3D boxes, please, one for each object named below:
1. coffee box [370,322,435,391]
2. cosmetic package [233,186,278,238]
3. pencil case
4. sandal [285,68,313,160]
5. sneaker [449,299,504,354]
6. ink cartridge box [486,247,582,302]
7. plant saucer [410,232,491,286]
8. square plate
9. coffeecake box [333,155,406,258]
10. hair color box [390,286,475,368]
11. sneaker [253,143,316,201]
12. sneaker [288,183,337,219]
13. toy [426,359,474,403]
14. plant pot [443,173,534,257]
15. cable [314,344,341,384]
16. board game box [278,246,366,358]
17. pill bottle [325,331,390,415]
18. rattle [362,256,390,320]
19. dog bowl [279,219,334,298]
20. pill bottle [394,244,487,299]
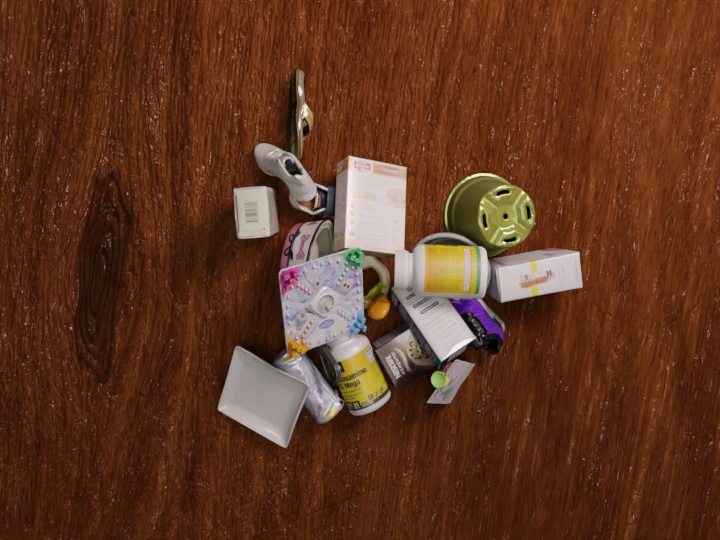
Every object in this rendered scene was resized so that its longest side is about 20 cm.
[{"bbox_3d":[0.136,0.180,1.367,0.197,0.080,0.115,-31,97,-5],"label":"coffee box"},{"bbox_3d":[-0.225,-0.128,1.255,0.069,0.200,0.108,-4,95,-3],"label":"cosmetic package"},{"bbox_3d":[-0.123,0.266,1.356,0.201,0.090,0.083,52,50,-5],"label":"pencil case"},{"bbox_3d":[-0.135,-0.354,1.311,0.053,0.080,0.206,2,92,-26],"label":"sandal"},{"bbox_3d":[0.270,0.129,1.341,0.198,0.101,0.069,36,137,-23],"label":"sneaker"},{"bbox_3d":[0.395,0.008,1.344,0.194,0.145,0.086,-10,98,-3],"label":"ink cartridge box"},{"bbox_3d":[0.211,-0.012,1.347,0.195,0.051,0.204,11,129,13],"label":"plant saucer"},{"bbox_3d":[-0.227,0.294,1.341,0.196,0.028,0.202,26,117,7],"label":"square plate"},{"bbox_3d":[0.022,-0.139,1.294,0.150,0.073,0.206,6,83,-25],"label":"coffeecake box"},{"bbox_3d":[0.160,0.106,1.291,0.098,0.061,0.202,-29,68,-13],"label":"hair color box"},{"bbox_3d":[-0.171,-0.239,1.277,0.070,0.081,0.199,-41,62,-17],"label":"sneaker"},{"bbox_3d":[-0.070,-0.158,1.326,0.194,0.079,0.081,3,94,-6],"label":"sneaker"},{"bbox_3d":[0.204,0.254,1.349,0.047,0.199,0.117,35,94,23],"label":"toy"},{"bbox_3d":[0.305,-0.125,1.304,0.194,0.184,0.207,0,95,-4],"label":"plant pot"},{"bbox_3d":[-0.091,0.162,1.315,0.200,0.050,0.098,45,122,27],"label":"cable"},{"bbox_3d":[-0.073,0.070,1.220,0.196,0.026,0.205,-17,119,-28],"label":"board game box"},{"bbox_3d":[-0.013,0.227,1.350,0.110,0.112,0.204,-24,97,-1],"label":"pill bottle"},{"bbox_3d":[0.000,0.000,1.320,0.127,0.143,0.206,-7,103,15],"label":"rattle"},{"bbox_3d":[-0.118,-0.017,1.286,0.072,0.200,0.206,8,95,13],"label":"dog bowl"},{"bbox_3d":[0.171,0.002,1.243,0.194,0.113,0.116,2,96,4],"label":"pill bottle"}]
